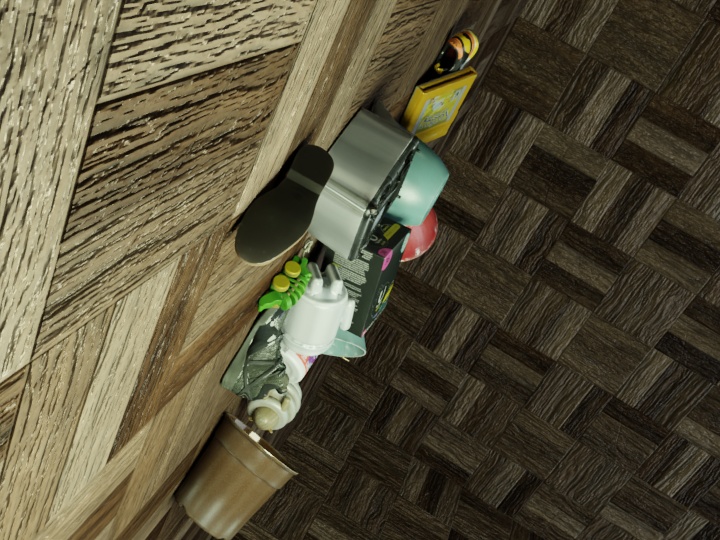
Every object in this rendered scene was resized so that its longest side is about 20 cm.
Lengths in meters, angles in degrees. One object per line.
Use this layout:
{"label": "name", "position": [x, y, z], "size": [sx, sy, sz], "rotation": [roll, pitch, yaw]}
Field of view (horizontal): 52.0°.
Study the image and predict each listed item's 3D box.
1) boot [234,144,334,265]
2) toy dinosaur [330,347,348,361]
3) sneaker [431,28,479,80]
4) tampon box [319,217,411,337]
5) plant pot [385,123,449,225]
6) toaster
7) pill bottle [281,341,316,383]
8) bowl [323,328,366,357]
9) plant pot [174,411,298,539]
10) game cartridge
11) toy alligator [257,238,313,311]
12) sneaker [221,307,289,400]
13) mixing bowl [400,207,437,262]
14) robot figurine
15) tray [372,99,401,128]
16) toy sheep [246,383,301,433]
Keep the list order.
{"label": "boot", "position": [-0.098, -0.070, 0.937], "size": [0.201, 0.073, 0.076], "rotation": [-59, -174, -37]}
{"label": "toy dinosaur", "position": [-0.096, 0.131, 1.837], "size": [0.060, 0.106, 0.202], "rotation": [0, 82, -53]}
{"label": "sneaker", "position": [0.188, -0.450, 1.664], "size": [0.090, 0.070, 0.201], "rotation": [-30, 160, -37]}
{"label": "tampon box", "position": [0.000, 0.000, 1.500], "size": [0.150, 0.125, 0.201], "rotation": [-48, 159, -54]}
{"label": "plant pot", "position": [0.092, -0.191, 1.573], "size": [0.202, 0.160, 0.201], "rotation": [-59, 175, -8]}
{"label": "toaster", "position": [0.001, -0.140, 1.199], "size": [0.182, 0.118, 0.200], "rotation": [-58, 175, -26]}
{"label": "pill bottle", "position": [-0.123, 0.129, 1.563], "size": [0.201, 0.111, 0.112], "rotation": [-56, 174, -37]}
{"label": "bowl", "position": [-0.075, 0.127, 1.736], "size": [0.201, 0.199, 0.106], "rotation": [106, -3, -71]}
{"label": "plant pot", "position": [-0.268, 0.436, 1.537], "size": [0.199, 0.200, 0.200], "rotation": [-50, 173, -11]}
{"label": "game cartridge", "position": [0.164, -0.358, 1.674], "size": [0.175, 0.033, 0.201], "rotation": [-27, 157, -31]}
{"label": "toy alligator", "position": [-0.114, 0.014, 1.310], "size": [0.200, 0.054, 0.060], "rotation": [-55, 174, -44]}
{"label": "sneaker", "position": [-0.157, 0.148, 1.336], "size": [0.201, 0.114, 0.076], "rotation": [-61, 177, -5]}
{"label": "mixing bowl", "position": [0.082, -0.133, 1.707], "size": [0.201, 0.199, 0.109], "rotation": [-57, 164, -21]}
{"label": "robot figurine", "position": [-0.091, 0.082, 1.423], "size": [0.113, 0.168, 0.201], "rotation": [-110, -147, -52]}
{"label": "tray", "position": [0.033, -0.202, 1.317], "size": [0.022, 0.108, 0.200], "rotation": [-29, 163, -23]}
{"label": "toy sheep", "position": [-0.193, 0.284, 1.681], "size": [0.138, 0.137, 0.200], "rotation": [-63, 180, 36]}
